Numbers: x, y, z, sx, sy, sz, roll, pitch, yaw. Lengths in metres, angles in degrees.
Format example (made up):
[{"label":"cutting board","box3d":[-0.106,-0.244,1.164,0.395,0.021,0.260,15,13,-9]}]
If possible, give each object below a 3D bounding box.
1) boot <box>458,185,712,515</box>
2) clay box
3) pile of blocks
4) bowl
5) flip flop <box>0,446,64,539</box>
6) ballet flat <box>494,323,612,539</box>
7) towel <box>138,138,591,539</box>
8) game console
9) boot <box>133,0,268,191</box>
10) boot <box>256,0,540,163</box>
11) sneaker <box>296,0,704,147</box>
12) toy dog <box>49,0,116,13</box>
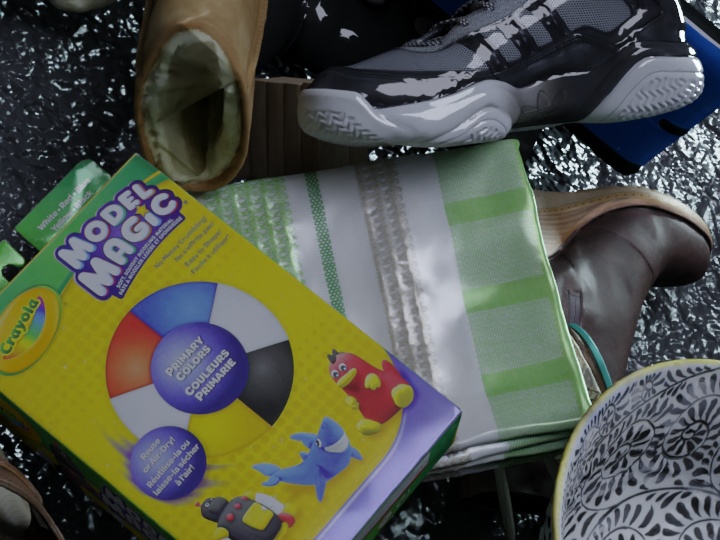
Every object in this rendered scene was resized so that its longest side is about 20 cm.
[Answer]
[{"label":"boot","box3d":[0.109,0.042,1.102,0.200,0.072,0.167,7,67,-39]},{"label":"clay box","box3d":[-0.072,0.042,0.888,0.200,0.048,0.115,38,70,11]},{"label":"pile of blocks","box3d":[0.000,0.000,1.022,0.062,0.082,0.201,-9,79,-44]},{"label":"bowl","box3d":[0.142,0.146,0.923,0.200,0.094,0.201,15,56,-23]},{"label":"flip flop","box3d":[-0.144,0.105,0.832,0.081,0.058,0.200,-20,74,-41]},{"label":"ballet flat","box3d":[0.104,0.115,1.004,0.200,0.075,0.068,61,-9,-25]},{"label":"towel","box3d":[-0.013,0.023,0.937,0.199,0.031,0.150,-11,70,-6]},{"label":"game console","box3d":[0.099,-0.157,1.124,0.200,0.171,0.118,38,59,-7]},{"label":"boot","box3d":[-0.059,-0.164,0.952,0.066,0.175,0.200,2,49,6]},{"label":"boot","box3d":[-0.001,-0.096,1.114,0.200,0.066,0.165,30,45,-23]},{"label":"sneaker","box3d":[0.058,-0.116,0.978,0.199,0.075,0.114,-9,96,-27]},{"label":"toy dog","box3d":[-0.166,-0.249,1.007,0.139,0.194,0.201,2,57,-23]}]
